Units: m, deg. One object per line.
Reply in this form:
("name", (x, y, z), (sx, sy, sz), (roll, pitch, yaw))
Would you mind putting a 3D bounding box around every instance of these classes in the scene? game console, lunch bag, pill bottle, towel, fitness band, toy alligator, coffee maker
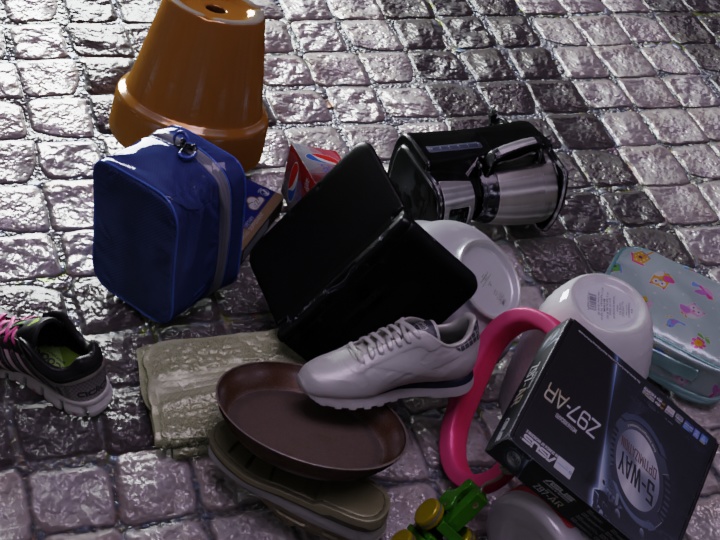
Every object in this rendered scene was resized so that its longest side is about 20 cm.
("game console", (0.000, 0.000, 1.367), (0.175, 0.200, 0.117), (39, 24, -20))
("lunch bag", (-0.206, -0.062, 1.401), (0.135, 0.202, 0.132), (31, 41, 24))
("pill bottle", (0.234, 0.242, 1.274), (0.199, 0.120, 0.120), (-22, 54, -34))
("towel", (-0.133, 0.125, 1.347), (0.198, 0.037, 0.149), (-5, 47, -21))
("lunch bag", (0.367, 0.066, 1.531), (0.198, 0.078, 0.161), (27, 45, 12))
("fitness band", (0.149, 0.135, 1.314), (0.037, 0.202, 0.143), (26, -2, -33))
("toy alligator", (0.083, 0.240, 1.234), (0.059, 0.200, 0.054), (43, -4, -21))
("coffee maker", (0.135, -0.121, 1.638), (0.198, 0.136, 0.192), (-8, 24, -25))

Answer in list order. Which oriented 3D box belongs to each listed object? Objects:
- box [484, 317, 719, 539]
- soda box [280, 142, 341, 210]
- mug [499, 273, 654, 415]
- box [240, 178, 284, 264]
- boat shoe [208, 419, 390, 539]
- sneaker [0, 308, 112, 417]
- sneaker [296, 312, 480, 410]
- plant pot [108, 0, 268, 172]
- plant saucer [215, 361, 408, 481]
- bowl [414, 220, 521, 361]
("box", (0.233, 0.168, 1.209), (0.200, 0.044, 0.161), (40, 54, -5))
("soda box", (-0.046, -0.092, 1.519), (0.063, 0.071, 0.200), (9, 18, -16))
("mug", (0.234, 0.112, 1.368), (0.146, 0.177, 0.201), (23, 43, 8))
("box", (-0.207, -0.089, 1.553), (0.198, 0.033, 0.121), (23, 43, 9))
("boat shoe", (-0.066, 0.216, 1.247), (0.198, 0.069, 0.075), (26, 44, 19))
("sneaker", (-0.340, 0.071, 1.302), (0.198, 0.088, 0.074), (26, 43, 12))
("sneaker", (0.029, 0.087, 1.302), (0.198, 0.081, 0.077), (-8, 37, -22))
("plant pot", (-0.198, -0.245, 1.575), (0.198, 0.185, 0.201), (14, 29, -8))
("plant saucer", (-0.050, 0.152, 1.257), (0.198, 0.032, 0.201), (15, 20, -6))
("bowl", (0.115, 0.025, 1.419), (0.200, 0.090, 0.203), (19, 59, -34))
